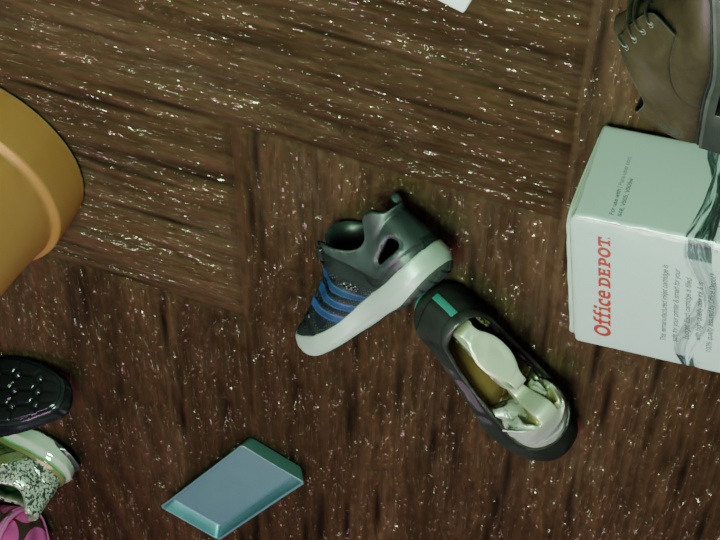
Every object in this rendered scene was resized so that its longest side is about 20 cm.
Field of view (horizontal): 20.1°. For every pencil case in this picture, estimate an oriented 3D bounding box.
[{"bbox_3d":[-0.419,0.297,2.171,0.199,0.091,0.094,-5,103,40],"label":"pencil case"}]

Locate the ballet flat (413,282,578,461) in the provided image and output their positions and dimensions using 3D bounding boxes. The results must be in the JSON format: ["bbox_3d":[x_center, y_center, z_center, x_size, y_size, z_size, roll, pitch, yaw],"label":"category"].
[{"bbox_3d":[0.111,0.090,1.548,0.200,0.068,0.068,44,175,-30],"label":"ballet flat"}]

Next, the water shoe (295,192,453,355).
[{"bbox_3d":[0.000,0.000,1.521,0.079,0.071,0.200,56,145,0],"label":"water shoe"}]

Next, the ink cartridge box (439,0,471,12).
[{"bbox_3d":[0.006,-0.252,1.119,0.199,0.086,0.147,27,147,-3],"label":"ink cartridge box"}]

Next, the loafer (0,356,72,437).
[{"bbox_3d":[-0.340,0.122,1.897,0.199,0.069,0.070,-6,156,34],"label":"loafer"}]

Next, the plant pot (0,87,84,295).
[{"bbox_3d":[-0.332,-0.045,1.576,0.199,0.141,0.201,16,146,11],"label":"plant pot"}]

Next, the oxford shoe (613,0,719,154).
[{"bbox_3d":[0.185,-0.142,1.178,0.084,0.073,0.201,16,147,14],"label":"oxford shoe"}]

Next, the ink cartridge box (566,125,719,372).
[{"bbox_3d":[0.241,-0.004,1.329,0.199,0.083,0.147,13,146,15],"label":"ink cartridge box"}]

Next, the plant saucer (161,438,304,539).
[{"bbox_3d":[-0.120,0.206,1.917,0.070,0.019,0.200,32,146,-13],"label":"plant saucer"}]

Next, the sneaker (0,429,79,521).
[{"bbox_3d":[-0.380,0.188,1.985,0.199,0.089,0.077,15,147,13],"label":"sneaker"}]
